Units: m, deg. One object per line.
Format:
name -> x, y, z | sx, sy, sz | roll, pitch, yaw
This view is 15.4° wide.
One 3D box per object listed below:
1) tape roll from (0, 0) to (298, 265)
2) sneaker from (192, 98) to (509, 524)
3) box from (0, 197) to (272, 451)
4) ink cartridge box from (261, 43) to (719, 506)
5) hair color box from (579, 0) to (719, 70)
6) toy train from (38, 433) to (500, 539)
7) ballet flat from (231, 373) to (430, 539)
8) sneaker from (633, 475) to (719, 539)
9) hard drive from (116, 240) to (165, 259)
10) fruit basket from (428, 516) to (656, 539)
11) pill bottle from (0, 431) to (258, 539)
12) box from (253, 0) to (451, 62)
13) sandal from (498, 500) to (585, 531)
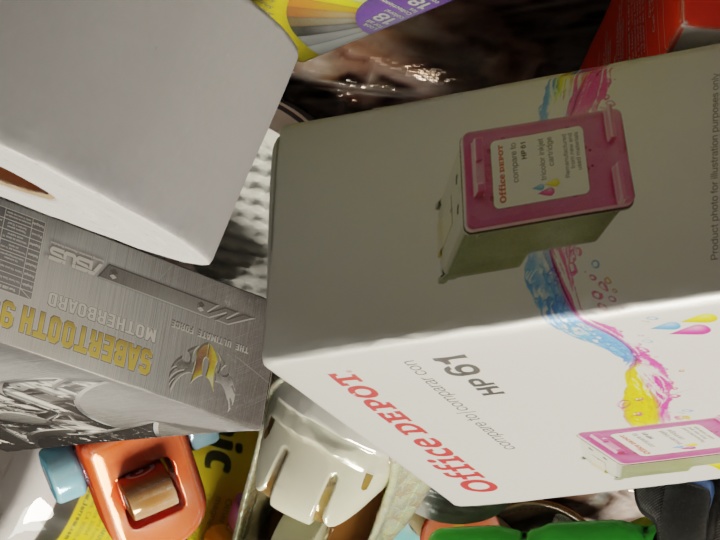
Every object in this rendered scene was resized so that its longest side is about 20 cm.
tape roll -> -0.120, -0.070, 0.731 | 0.199, 0.066, 0.200 | 23, 174, 2
sneaker -> 0.000, 0.000, 0.978 | 0.078, 0.080, 0.200 | -14, 127, 29
box -> -0.152, 0.013, 0.916 | 0.199, 0.049, 0.158 | 22, 161, -39
ink cartridge box -> 0.088, 0.004, 0.808 | 0.199, 0.085, 0.144 | -8, 154, 26
hair color box -> 0.124, -0.051, 0.857 | 0.101, 0.062, 0.200 | 5, 155, -8
toy train -> -0.019, 0.086, 1.048 | 0.199, 0.056, 0.151 | -18, 123, -14
ballet flat -> -0.014, 0.086, 0.952 | 0.067, 0.062, 0.201 | 25, 131, 14
sneaker -> 0.155, 0.044, 0.921 | 0.111, 0.200, 0.073 | 0, 116, 30
hard drive -> -0.187, -0.022, 0.981 | 0.199, 0.038, 0.140 | -6, 155, 16
fruit basket -> 0.119, 0.156, 1.011 | 0.214, 0.156, 0.216 | 1, 158, 0
pill bottle -> -0.071, 0.090, 1.129 | 0.199, 0.112, 0.111 | 18, 152, -31
box -> -0.002, -0.117, 0.739 | 0.199, 0.049, 0.117 | -20, 148, 37
sandal -> 0.087, 0.140, 1.291 | 0.054, 0.081, 0.200 | -33, 138, 20
